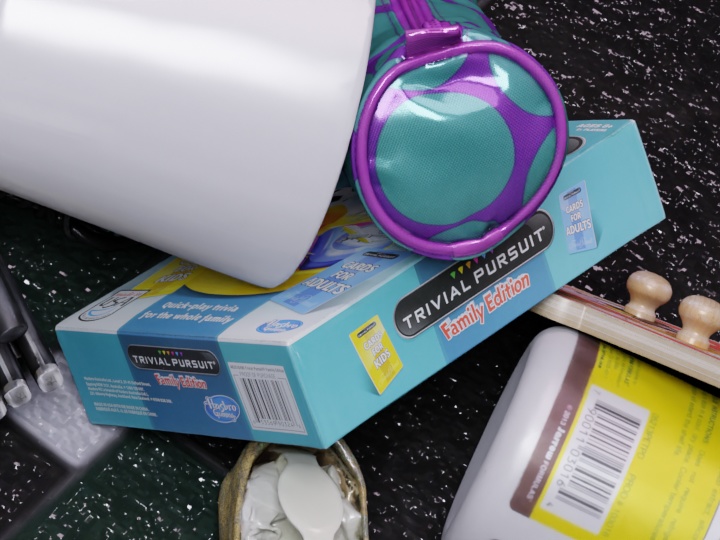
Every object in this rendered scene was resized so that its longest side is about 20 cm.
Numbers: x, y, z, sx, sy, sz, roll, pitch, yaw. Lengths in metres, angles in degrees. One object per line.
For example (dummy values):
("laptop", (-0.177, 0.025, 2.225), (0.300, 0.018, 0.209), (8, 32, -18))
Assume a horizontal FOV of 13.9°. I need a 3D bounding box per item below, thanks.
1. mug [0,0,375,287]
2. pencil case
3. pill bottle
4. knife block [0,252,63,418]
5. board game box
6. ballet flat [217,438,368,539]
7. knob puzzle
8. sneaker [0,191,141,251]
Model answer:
("mug", (-0.094, -0.071, 1.112), (0.152, 0.187, 0.150), (12, 51, -15))
("pencil case", (0.022, -0.074, 1.149), (0.085, 0.093, 0.200), (-10, 19, -6))
("pill bottle", (0.140, 0.109, 1.178), (0.199, 0.109, 0.109), (26, 43, 0))
("knife block", (-0.181, -0.041, 1.157), (0.175, 0.064, 0.201), (15, 71, 8))
("board game box", (0.000, 0.000, 1.183), (0.200, 0.047, 0.151), (-33, 22, -35))
("ballet flat", (-0.022, 0.137, 1.109), (0.070, 0.071, 0.201), (10, 45, -16))
("knob puzzle", (0.133, 0.021, 1.241), (0.219, 0.031, 0.220), (20, 3, -1))
("sneaker", (-0.125, -0.056, 1.242), (0.199, 0.076, 0.080), (6, 48, -19))
